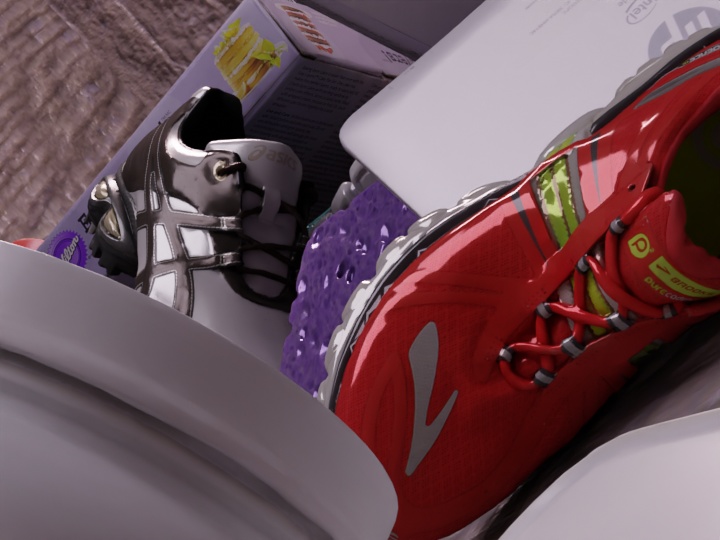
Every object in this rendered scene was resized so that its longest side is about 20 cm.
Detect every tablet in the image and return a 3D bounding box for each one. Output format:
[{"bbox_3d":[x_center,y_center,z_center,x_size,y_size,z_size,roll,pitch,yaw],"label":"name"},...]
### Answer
[{"bbox_3d":[0.096,-0.080,0.709,0.200,0.014,0.130,-42,45,-3],"label":"tablet"}]

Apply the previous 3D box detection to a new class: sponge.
[{"bbox_3d":[0.037,-0.005,0.781,0.200,0.030,0.112,-36,35,46],"label":"sponge"}]

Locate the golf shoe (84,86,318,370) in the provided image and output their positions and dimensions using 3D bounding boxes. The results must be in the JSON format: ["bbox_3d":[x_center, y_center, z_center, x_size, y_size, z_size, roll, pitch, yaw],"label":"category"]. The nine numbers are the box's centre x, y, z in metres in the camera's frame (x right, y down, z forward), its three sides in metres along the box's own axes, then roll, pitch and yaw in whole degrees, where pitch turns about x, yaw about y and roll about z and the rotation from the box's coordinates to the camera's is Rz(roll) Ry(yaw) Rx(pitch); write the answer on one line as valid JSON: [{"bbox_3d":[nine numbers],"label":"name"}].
[{"bbox_3d":[-0.055,-0.006,0.925,0.095,0.078,0.200,-54,43,18],"label":"golf shoe"}]

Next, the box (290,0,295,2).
[{"bbox_3d":[-0.068,-0.476,3.270,0.198,0.200,0.123,-36,11,42],"label":"box"}]

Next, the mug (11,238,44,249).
[{"bbox_3d":[-0.267,0.083,1.653,0.200,0.133,0.177,-54,10,-35],"label":"mug"}]

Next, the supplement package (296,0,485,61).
[{"bbox_3d":[0.042,-0.184,0.888,0.192,0.146,0.200,-65,15,4],"label":"supplement package"}]

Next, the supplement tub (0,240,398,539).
[{"bbox_3d":[-0.085,0.107,0.390,0.144,0.144,0.201,-28,34,63],"label":"supplement tub"}]

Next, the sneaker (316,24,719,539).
[{"bbox_3d":[0.067,-0.002,0.609,0.200,0.077,0.085,-45,13,-7],"label":"sneaker"}]

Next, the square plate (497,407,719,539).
[{"bbox_3d":[0.042,0.089,0.425,0.200,0.028,0.198,-48,9,-24],"label":"square plate"}]

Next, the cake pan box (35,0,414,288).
[{"bbox_3d":[-0.042,-0.046,1.105,0.184,0.052,0.200,-46,-26,23],"label":"cake pan box"}]

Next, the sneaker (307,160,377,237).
[{"bbox_3d":[0.000,0.000,1.005,0.200,0.078,0.091,-35,-5,33],"label":"sneaker"}]
